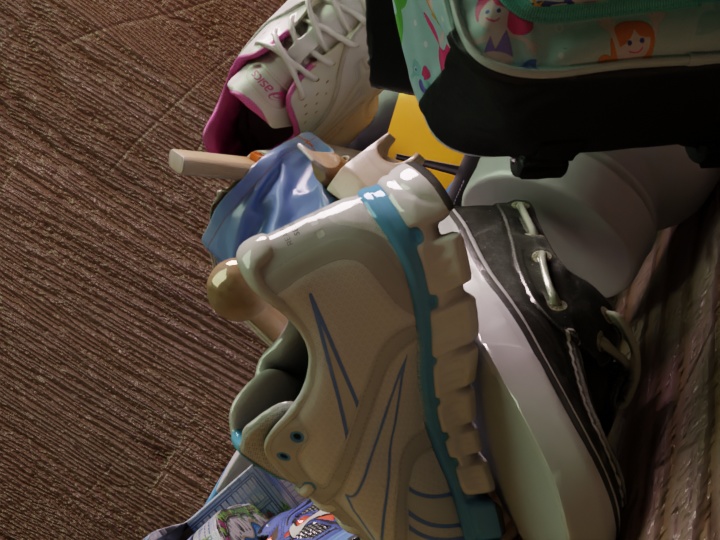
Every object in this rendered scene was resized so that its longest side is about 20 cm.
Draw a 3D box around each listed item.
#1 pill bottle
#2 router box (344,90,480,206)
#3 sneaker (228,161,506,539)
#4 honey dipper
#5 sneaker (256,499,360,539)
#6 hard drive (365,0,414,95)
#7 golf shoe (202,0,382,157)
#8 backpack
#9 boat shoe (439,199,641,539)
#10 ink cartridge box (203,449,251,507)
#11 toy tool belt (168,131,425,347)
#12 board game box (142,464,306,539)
[{"bbox_3d":[0.125,-0.090,0.759,0.200,0.109,0.109,-59,1,-26],"label":"pill bottle"},{"bbox_3d":[0.053,-0.036,0.886,0.051,0.149,0.200,27,-99,-48],"label":"router box"},{"bbox_3d":[0.000,0.063,0.594,0.075,0.086,0.200,-129,25,-64],"label":"sneaker"},{"bbox_3d":[0.003,0.053,0.651,0.038,0.200,0.038,-22,48,26],"label":"honey dipper"},{"bbox_3d":[-0.014,0.133,0.700,0.200,0.078,0.076,-14,-84,-72],"label":"sneaker"},{"bbox_3d":[0.067,-0.174,0.771,0.200,0.038,0.140,-34,-49,-49],"label":"hard drive"},{"bbox_3d":[-0.012,-0.113,0.838,0.091,0.075,0.200,-33,-15,-45],"label":"golf shoe"},{"bbox_3d":[0.093,-0.153,0.598,0.151,0.177,0.200,109,153,-66],"label":"backpack"},{"bbox_3d":[0.066,0.028,0.617,0.200,0.064,0.071,-111,10,-55],"label":"boat shoe"},{"bbox_3d":[-0.005,0.105,0.999,0.200,0.116,0.068,-58,1,39],"label":"ink cartridge box"},{"bbox_3d":[0.000,0.000,0.794,0.123,0.200,0.125,25,-83,-50],"label":"toy tool belt"},{"bbox_3d":[-0.082,0.158,0.839,0.200,0.062,0.200,-42,-11,4],"label":"board game box"}]
